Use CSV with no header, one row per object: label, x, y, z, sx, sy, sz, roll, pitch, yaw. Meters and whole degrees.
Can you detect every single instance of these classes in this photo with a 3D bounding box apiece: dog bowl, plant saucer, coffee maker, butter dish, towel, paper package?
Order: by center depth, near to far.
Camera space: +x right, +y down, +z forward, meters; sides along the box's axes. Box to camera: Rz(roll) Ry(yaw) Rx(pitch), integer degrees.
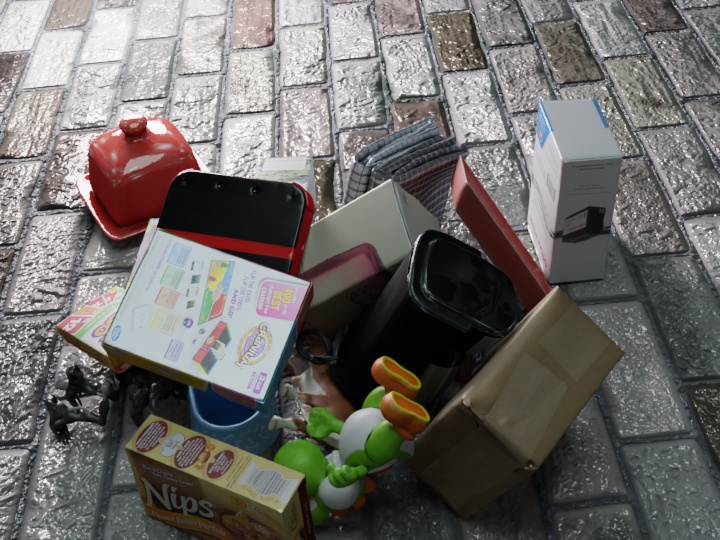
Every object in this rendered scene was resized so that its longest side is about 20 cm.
paper package,0.161,0.145,1.069,0.103,0.191,0.200,43,56,6
coffee maker,0.051,0.063,1.109,0.189,0.201,0.136,6,52,-26
dog bowl,-0.164,0.143,1.218,0.109,0.050,0.201,-13,42,-9
plant saucer,0.175,-0.042,1.273,0.036,0.201,0.200,-35,10,11
towel,0.057,-0.098,1.364,0.085,0.168,0.199,31,40,28
butter dish,-0.334,-0.170,1.522,0.198,0.150,0.200,-24,43,-20

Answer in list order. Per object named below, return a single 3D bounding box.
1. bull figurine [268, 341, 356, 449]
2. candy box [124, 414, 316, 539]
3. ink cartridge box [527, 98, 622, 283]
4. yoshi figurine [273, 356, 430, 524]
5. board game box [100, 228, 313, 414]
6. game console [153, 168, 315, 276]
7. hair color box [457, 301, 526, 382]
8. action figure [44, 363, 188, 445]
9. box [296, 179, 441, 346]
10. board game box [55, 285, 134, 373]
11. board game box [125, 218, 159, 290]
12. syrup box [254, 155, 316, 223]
bull figurine,-0.050,0.153,1.168,0.120,0.066,0.201,22,23,-27
candy box,-0.148,0.238,1.054,0.197,0.117,0.055,17,44,23
ink cartridge box,0.286,-0.107,1.347,0.082,0.202,0.146,-4,40,-3
yoshi figurine,-0.023,0.184,1.042,0.112,0.201,0.112,47,25,20
board game box,-0.170,0.055,1.125,0.197,0.040,0.155,19,67,8
game console,-0.163,-0.033,1.218,0.196,0.031,0.180,8,73,17
hair color box,0.106,0.048,1.291,0.110,0.065,0.199,-32,46,-28
action figure,-0.267,0.149,1.185,0.197,0.103,0.120,-12,36,17
box,0.000,0.000,1.229,0.198,0.127,0.110,-28,58,21
board game box,-0.297,0.070,1.217,0.095,0.030,0.199,-36,30,-25
board game box,-0.212,-0.001,1.385,0.196,0.057,0.167,1,43,5
syrup box,-0.104,-0.090,1.350,0.077,0.083,0.201,-3,23,1
